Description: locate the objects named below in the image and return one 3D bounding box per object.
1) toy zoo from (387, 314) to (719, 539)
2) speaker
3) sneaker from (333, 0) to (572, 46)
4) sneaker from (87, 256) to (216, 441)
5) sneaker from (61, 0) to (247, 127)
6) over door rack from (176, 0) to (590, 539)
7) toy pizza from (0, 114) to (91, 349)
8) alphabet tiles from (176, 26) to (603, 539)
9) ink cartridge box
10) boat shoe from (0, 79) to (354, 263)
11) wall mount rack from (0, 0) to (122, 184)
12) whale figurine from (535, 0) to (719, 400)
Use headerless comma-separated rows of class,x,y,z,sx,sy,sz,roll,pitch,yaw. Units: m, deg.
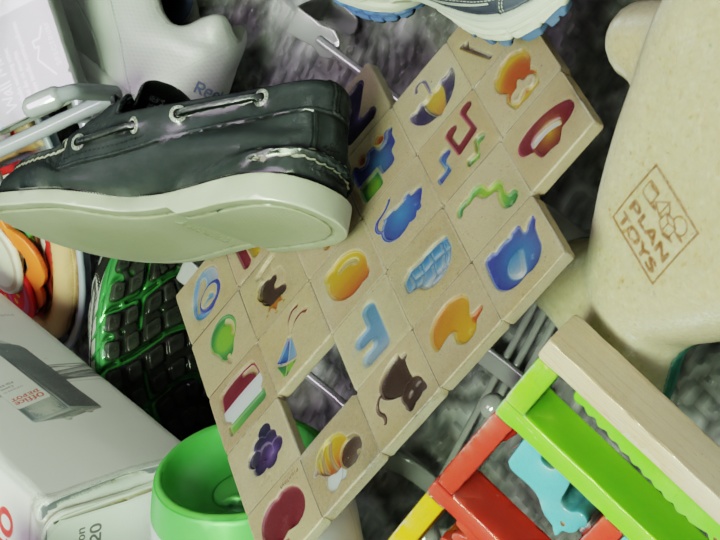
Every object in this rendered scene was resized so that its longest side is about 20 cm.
toy zoo,0.079,0.119,0.746,0.131,0.020,0.200,44,138,8
speaker,-0.032,0.164,0.823,0.088,0.088,0.202,18,128,41
sneaker,0.022,-0.135,0.728,0.199,0.085,0.078,4,65,56
sneaker,-0.114,0.077,0.941,0.085,0.078,0.202,13,103,43
sneaker,-0.122,-0.123,0.951,0.200,0.074,0.087,41,102,31
over door rack,0.000,0.000,0.833,0.200,0.066,0.149,45,121,32
toy pizza,-0.198,-0.045,0.993,0.200,0.032,0.202,38,140,39
alphabet tiles,0.007,-0.009,0.745,0.200,0.008,0.168,-49,37,20
ink cartridge box,-0.160,0.109,0.892,0.200,0.084,0.147,34,127,44
boat shoe,-0.077,-0.045,0.805,0.198,0.074,0.067,-5,68,49
wall mount rack,-0.201,-0.103,0.888,0.173,0.074,0.202,-21,86,25
whale figurine,0.140,-0.027,0.679,0.160,0.103,0.200,60,137,23
